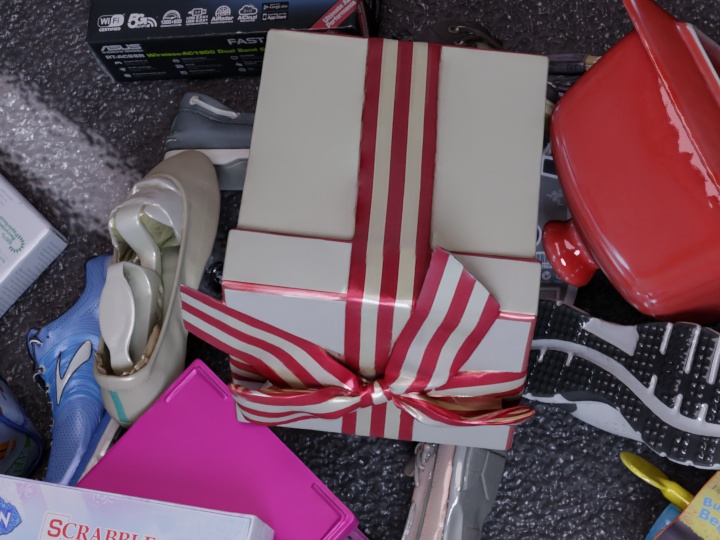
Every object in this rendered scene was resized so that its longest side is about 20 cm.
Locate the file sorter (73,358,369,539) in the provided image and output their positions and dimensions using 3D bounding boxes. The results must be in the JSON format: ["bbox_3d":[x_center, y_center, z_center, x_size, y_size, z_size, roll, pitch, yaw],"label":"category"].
[{"bbox_3d":[-0.102,0.186,1.097,0.200,0.126,0.139,-46,66,-5],"label":"file sorter"}]

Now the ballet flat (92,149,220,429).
[{"bbox_3d":[-0.129,-0.002,1.136,0.069,0.070,0.202,-4,57,13],"label":"ballet flat"}]

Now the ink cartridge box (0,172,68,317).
[{"bbox_3d":[-0.332,-0.011,1.281,0.200,0.043,0.196,-46,67,-3],"label":"ink cartridge box"}]

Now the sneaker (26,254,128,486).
[{"bbox_3d":[-0.173,0.079,1.186,0.088,0.079,0.202,9,64,15],"label":"sneaker"}]

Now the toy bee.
[{"bbox_3d":[0.194,0.163,1.039,0.130,0.109,0.202,15,73,19],"label":"toy bee"}]

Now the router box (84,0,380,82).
[{"bbox_3d":[-0.082,-0.214,1.280,0.198,0.062,0.152,-2,68,14],"label":"router box"}]

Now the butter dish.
[{"bbox_3d":[0.173,-0.040,1.083,0.147,0.199,0.202,-30,73,19],"label":"butter dish"}]

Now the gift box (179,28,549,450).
[{"bbox_3d":[0.008,-0.011,1.002,0.182,0.201,0.189,3,62,7],"label":"gift box"}]

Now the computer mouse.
[{"bbox_3d":[0.110,-0.044,1.176,0.108,0.044,0.202,2,68,19],"label":"computer mouse"}]

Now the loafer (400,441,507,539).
[{"bbox_3d":[0.045,0.137,1.112,0.062,0.072,0.202,4,74,24],"label":"loafer"}]

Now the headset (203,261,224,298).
[{"bbox_3d":[0.000,0.000,1.159,0.198,0.094,0.125,-5,61,13],"label":"headset"}]

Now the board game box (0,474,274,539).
[{"bbox_3d":[-0.163,0.219,1.009,0.198,0.041,0.202,7,72,18],"label":"board game box"}]

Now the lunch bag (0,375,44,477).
[{"bbox_3d":[-0.300,0.122,1.155,0.199,0.160,0.076,-38,65,-1],"label":"lunch bag"}]

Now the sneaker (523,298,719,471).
[{"bbox_3d":[0.170,0.065,1.053,0.199,0.080,0.074,22,87,47],"label":"sneaker"}]

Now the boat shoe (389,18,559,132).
[{"bbox_3d":[0.058,-0.125,1.154,0.199,0.073,0.065,15,85,58],"label":"boat shoe"}]

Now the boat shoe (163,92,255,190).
[{"bbox_3d":[-0.036,-0.090,1.216,0.198,0.073,0.063,0,73,20],"label":"boat shoe"}]
